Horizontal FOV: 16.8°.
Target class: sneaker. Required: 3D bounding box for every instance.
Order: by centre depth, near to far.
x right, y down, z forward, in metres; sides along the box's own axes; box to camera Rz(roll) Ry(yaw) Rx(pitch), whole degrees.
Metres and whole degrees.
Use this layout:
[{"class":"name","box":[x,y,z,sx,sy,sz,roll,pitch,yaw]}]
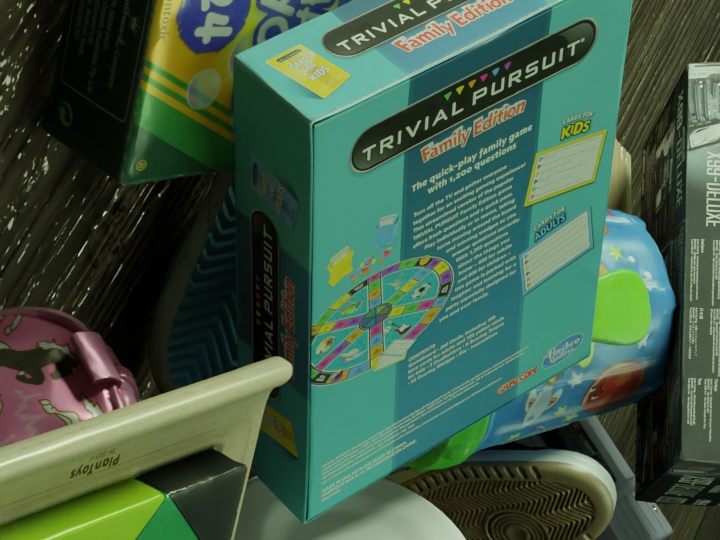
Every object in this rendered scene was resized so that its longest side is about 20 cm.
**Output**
[{"class":"sneaker","box":[-0.030,-0.034,1.002,0.201,0.076,0.081,-61,-166,-11]},{"class":"sneaker","box":[0.055,0.100,1.270,0.070,0.199,0.109,57,40,-23]}]

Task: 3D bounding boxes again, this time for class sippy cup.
[{"class":"sippy cup","box":[0.078,0.023,1.196,0.129,0.178,0.141,-5,124,-23]}]

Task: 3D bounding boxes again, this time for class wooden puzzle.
[{"class":"wooden puzzle","box":[-0.098,0.133,0.800,0.185,0.037,0.201,-17,131,-54]}]

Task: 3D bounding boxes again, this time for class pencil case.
[{"class":"pencil case","box":[-0.114,0.101,0.882,0.087,0.082,0.201,-58,159,-32]}]

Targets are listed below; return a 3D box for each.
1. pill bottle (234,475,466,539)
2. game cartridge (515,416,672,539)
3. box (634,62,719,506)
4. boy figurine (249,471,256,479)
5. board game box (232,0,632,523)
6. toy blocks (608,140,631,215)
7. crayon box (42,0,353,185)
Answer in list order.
[{"class":"pill bottle","box":[-0.026,0.190,0.995,0.111,0.111,0.201,-44,154,-55]},{"class":"game cartridge","box":[0.099,0.073,1.353,0.038,0.201,0.130,-35,170,11]},{"class":"box","box":[0.176,0.011,1.251,0.158,0.049,0.202,98,-5,-77]},{"class":"boy figurine","box":[-0.021,0.081,1.178,0.125,0.064,0.201,-67,166,-58]},{"class":"board game box","box":[0.025,-0.019,0.912,0.150,0.047,0.201,-28,140,-28]},{"class":"toy blocks","box":[0.097,-0.076,1.306,0.200,0.099,0.138,34,53,-60]},{"class":"crayon box","box":[-0.012,-0.107,0.884,0.199,0.051,0.127,-11,124,-43]}]
